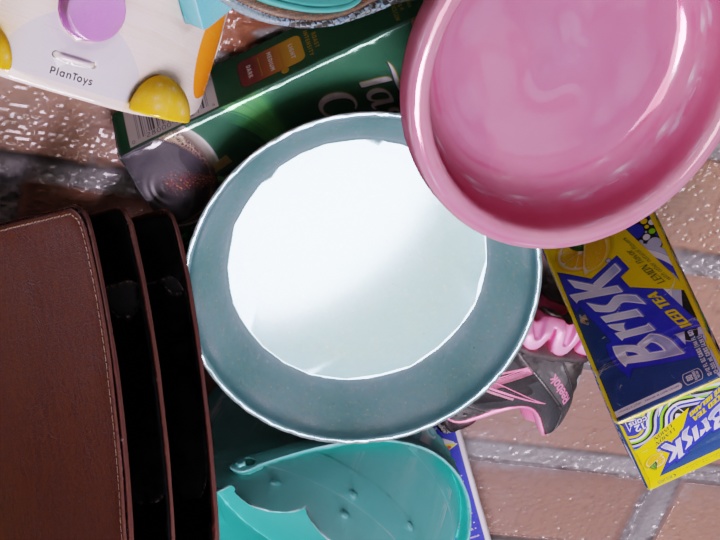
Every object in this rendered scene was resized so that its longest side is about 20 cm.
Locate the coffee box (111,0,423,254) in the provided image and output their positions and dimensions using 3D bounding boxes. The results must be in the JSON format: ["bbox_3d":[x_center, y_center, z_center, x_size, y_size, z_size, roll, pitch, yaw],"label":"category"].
[{"bbox_3d":[-0.024,-0.075,1.329,0.199,0.044,0.123,-24,131,6],"label":"coffee box"}]

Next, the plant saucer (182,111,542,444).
[{"bbox_3d":[0.000,0.000,1.323,0.198,0.036,0.201,-3,115,-6],"label":"plant saucer"}]

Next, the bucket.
[{"bbox_3d":[-0.038,0.163,1.422,0.206,0.135,0.208,12,133,13],"label":"bucket"}]

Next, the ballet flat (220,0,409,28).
[{"bbox_3d":[-0.012,-0.157,1.218,0.199,0.074,0.075,-8,135,-36],"label":"ballet flat"}]

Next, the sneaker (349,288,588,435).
[{"bbox_3d":[0.049,0.052,1.421,0.199,0.079,0.096,12,108,-22],"label":"sneaker"}]

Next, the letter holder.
[{"bbox_3d":[-0.128,0.069,1.262,0.100,0.202,0.142,-5,176,-37],"label":"letter holder"}]

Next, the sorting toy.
[{"bbox_3d":[-0.129,-0.183,1.195,0.199,0.107,0.181,14,105,-25],"label":"sorting toy"}]

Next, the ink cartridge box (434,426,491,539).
[{"bbox_3d":[0.025,0.139,1.529,0.094,0.037,0.201,-17,129,-1],"label":"ink cartridge box"}]

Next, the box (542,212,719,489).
[{"bbox_3d":[0.155,0.024,1.355,0.070,0.201,0.064,-24,132,6],"label":"box"}]

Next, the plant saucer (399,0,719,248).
[{"bbox_3d":[0.107,-0.111,1.242,0.199,0.051,0.202,-12,121,-20],"label":"plant saucer"}]
